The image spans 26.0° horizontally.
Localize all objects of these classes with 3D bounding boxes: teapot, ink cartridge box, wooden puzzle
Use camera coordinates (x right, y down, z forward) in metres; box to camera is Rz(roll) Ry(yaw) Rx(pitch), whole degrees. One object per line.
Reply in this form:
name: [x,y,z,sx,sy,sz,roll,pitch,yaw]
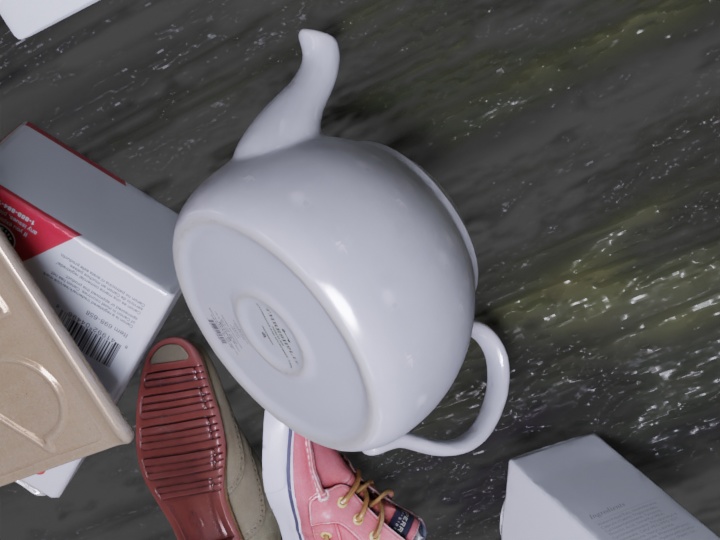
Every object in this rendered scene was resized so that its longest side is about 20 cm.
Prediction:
teapot: [0.000,0.000,0.907,0.197,0.146,0.200,38,148,22]
ink cartridge box: [-0.208,0.029,1.012,0.144,0.084,0.200,32,122,-3]
wooden puzzle: [-0.251,0.048,0.962,0.200,0.046,0.185,-19,110,31]

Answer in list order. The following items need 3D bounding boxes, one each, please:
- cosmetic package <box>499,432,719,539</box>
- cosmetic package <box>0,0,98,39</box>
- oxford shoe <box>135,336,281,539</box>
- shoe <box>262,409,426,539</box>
cosmetic package: [0.169,0.194,0.939,0.074,0.200,0.102,-14,125,-26]
cosmetic package: [-0.109,-0.244,0.758,0.165,0.200,0.165,-21,111,27]
oxford shoe: [-0.098,0.138,1.057,0.070,0.075,0.200,-6,98,33]
shoe: [-0.007,0.154,1.037,0.091,0.072,0.200,1,124,14]
